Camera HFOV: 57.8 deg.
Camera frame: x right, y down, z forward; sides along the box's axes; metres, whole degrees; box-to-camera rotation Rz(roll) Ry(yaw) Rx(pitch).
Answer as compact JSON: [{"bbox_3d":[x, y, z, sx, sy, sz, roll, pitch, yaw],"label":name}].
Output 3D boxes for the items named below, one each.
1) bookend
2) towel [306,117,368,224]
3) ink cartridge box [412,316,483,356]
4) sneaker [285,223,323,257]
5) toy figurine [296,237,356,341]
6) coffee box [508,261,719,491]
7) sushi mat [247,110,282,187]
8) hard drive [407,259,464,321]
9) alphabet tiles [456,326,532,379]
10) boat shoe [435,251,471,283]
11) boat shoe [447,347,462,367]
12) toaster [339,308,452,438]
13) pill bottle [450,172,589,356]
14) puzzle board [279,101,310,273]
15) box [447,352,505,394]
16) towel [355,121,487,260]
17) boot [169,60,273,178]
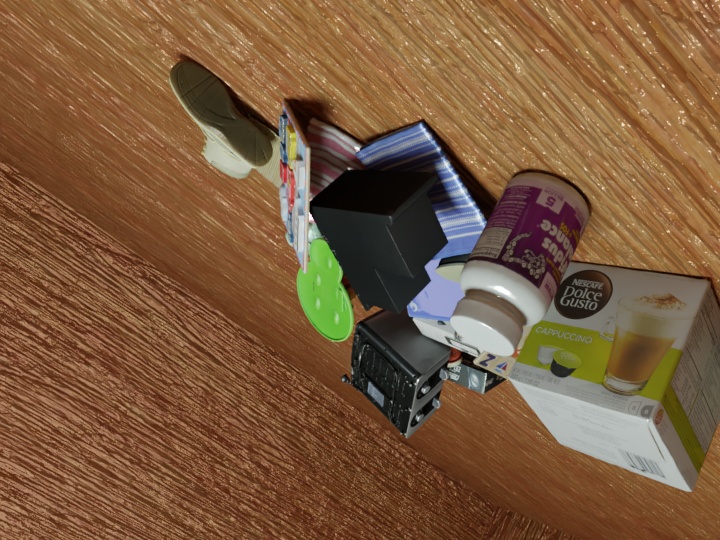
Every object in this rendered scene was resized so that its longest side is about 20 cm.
[{"bbox_3d":[0.049,-0.030,0.904,0.199,0.092,0.200,13,139,54],"label":"bookend"},{"bbox_3d":[-0.035,-0.125,1.006,0.145,0.030,0.201,28,141,2],"label":"towel"},{"bbox_3d":[0.204,0.080,1.107,0.198,0.117,0.068,19,160,32],"label":"ink cartridge box"},{"bbox_3d":[-0.082,-0.075,1.160,0.116,0.075,0.201,-11,155,3],"label":"sneaker"},{"bbox_3d":[0.000,0.000,1.174,0.149,0.183,0.203,32,135,35],"label":"toy figurine"},{"bbox_3d":[0.353,0.132,0.869,0.198,0.199,0.200,11,152,48],"label":"coffee box"},{"bbox_3d":[-0.165,-0.204,1.134,0.095,0.012,0.200,33,162,-6],"label":"sushi mat"},{"bbox_3d":[0.157,0.023,1.033,0.197,0.025,0.134,5,120,33],"label":"hard drive"},{"bbox_3d":[0.249,0.098,1.001,0.198,0.168,0.008,26,-151,-27],"label":"alphabet tiles"},{"bbox_3d":[0.190,-0.018,0.930,0.073,0.064,0.200,27,157,-33],"label":"boat shoe"},{"bbox_3d":[0.143,0.113,1.285,0.200,0.070,0.063,-126,18,-61],"label":"boat shoe"},{"bbox_3d":[0.068,0.179,1.225,0.199,0.118,0.183,39,140,32],"label":"toaster"},{"bbox_3d":[0.186,-0.006,0.777,0.111,0.202,0.113,27,162,10],"label":"pill bottle"},{"bbox_3d":[-0.099,-0.121,0.952,0.152,0.017,0.203,-115,24,-50],"label":"puzzle board"},{"bbox_3d":[0.202,0.173,1.324,0.198,0.044,0.159,18,-161,34],"label":"box"},{"bbox_3d":[0.089,-0.100,0.895,0.144,0.024,0.201,-9,124,53],"label":"towel"},{"bbox_3d":[-0.240,-0.236,1.068,0.200,0.072,0.154,45,162,-16],"label":"boot"}]
